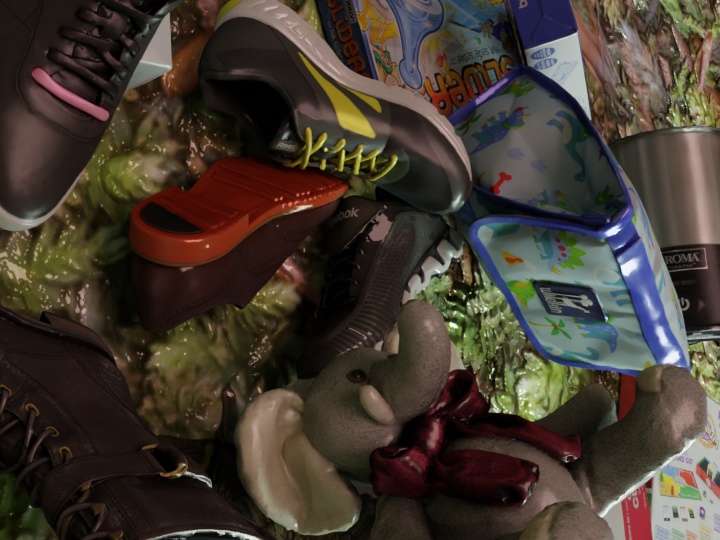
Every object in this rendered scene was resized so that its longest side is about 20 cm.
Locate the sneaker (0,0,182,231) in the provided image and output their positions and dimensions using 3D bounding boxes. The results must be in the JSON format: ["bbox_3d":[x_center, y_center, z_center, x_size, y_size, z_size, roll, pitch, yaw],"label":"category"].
[{"bbox_3d":[-0.102,-0.113,0.469,0.071,0.099,0.200,34,63,-42],"label":"sneaker"}]

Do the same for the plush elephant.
[{"bbox_3d":[0.039,0.084,0.546,0.155,0.200,0.165,47,47,7],"label":"plush elephant"}]

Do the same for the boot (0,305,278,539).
[{"bbox_3d":[-0.143,0.079,0.499,0.200,0.174,0.069,11,113,-48],"label":"boot"}]

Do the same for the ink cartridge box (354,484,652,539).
[{"bbox_3d":[0.079,0.167,0.731,0.200,0.148,0.086,9,74,-52],"label":"ink cartridge box"}]

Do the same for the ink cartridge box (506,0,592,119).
[{"bbox_3d":[0.148,-0.186,0.903,0.200,0.044,0.094,38,37,-72],"label":"ink cartridge box"}]

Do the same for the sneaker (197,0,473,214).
[{"bbox_3d":[-0.021,-0.088,0.722,0.200,0.074,0.085,33,49,-7],"label":"sneaker"}]

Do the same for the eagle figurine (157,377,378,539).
[{"bbox_3d":[-0.043,0.173,0.607,0.200,0.152,0.151,62,-5,29],"label":"eagle figurine"}]

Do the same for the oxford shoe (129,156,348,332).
[{"bbox_3d":[-0.075,-0.021,0.695,0.200,0.071,0.073,-28,135,-54],"label":"oxford shoe"}]

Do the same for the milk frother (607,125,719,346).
[{"bbox_3d":[0.322,-0.023,1.087,0.200,0.180,0.188,90,-4,-81],"label":"milk frother"}]

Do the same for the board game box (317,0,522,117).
[{"bbox_3d":[0.054,-0.175,0.881,0.200,0.034,0.135,-20,95,-48],"label":"board game box"}]

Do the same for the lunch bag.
[{"bbox_3d":[0.149,-0.023,0.803,0.127,0.200,0.170,-38,130,-4],"label":"lunch bag"}]

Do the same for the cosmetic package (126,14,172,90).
[{"bbox_3d":[-0.205,-0.193,0.537,0.199,0.123,0.200,6,75,-47],"label":"cosmetic package"}]

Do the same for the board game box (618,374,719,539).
[{"bbox_3d":[0.291,0.204,1.044,0.153,0.040,0.200,32,59,-39],"label":"board game box"}]

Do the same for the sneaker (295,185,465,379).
[{"bbox_3d":[0.000,0.000,0.760,0.091,0.066,0.200,58,41,-16],"label":"sneaker"}]
